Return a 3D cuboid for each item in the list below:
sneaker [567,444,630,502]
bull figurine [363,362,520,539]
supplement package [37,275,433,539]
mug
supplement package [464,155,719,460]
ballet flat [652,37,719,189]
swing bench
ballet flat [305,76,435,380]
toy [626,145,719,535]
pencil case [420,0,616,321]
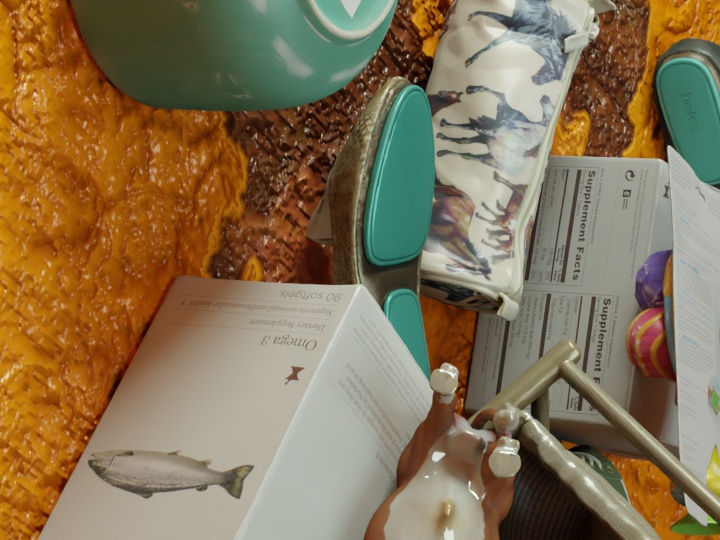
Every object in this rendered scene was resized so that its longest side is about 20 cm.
[{"bbox_3d":[0.113,0.134,1.568,0.200,0.067,0.090,56,42,-41],"label":"sneaker"},{"bbox_3d":[0.030,0.143,1.228,0.122,0.065,0.201,102,2,-62],"label":"bull figurine"},{"bbox_3d":[-0.059,0.116,1.271,0.118,0.116,0.201,56,48,-42],"label":"supplement package"},{"bbox_3d":[-0.049,-0.168,1.262,0.152,0.114,0.186,-9,100,-54],"label":"mug"},{"bbox_3d":[0.169,0.029,1.592,0.200,0.110,0.157,19,77,-53],"label":"supplement package"},{"bbox_3d":[0.234,-0.055,1.720,0.068,0.068,0.201,-39,124,-61],"label":"ballet flat"},{"bbox_3d":[0.086,0.173,1.338,0.199,0.199,0.130,-27,137,-22],"label":"swing bench"},{"bbox_3d":[0.000,0.000,1.388,0.070,0.065,0.201,0,92,-54],"label":"ballet flat"},{"bbox_3d":[0.174,0.047,1.456,0.115,0.047,0.201,34,49,-61],"label":"toy"},{"bbox_3d":[0.073,-0.070,1.467,0.078,0.089,0.201,35,65,-51],"label":"pencil case"}]
